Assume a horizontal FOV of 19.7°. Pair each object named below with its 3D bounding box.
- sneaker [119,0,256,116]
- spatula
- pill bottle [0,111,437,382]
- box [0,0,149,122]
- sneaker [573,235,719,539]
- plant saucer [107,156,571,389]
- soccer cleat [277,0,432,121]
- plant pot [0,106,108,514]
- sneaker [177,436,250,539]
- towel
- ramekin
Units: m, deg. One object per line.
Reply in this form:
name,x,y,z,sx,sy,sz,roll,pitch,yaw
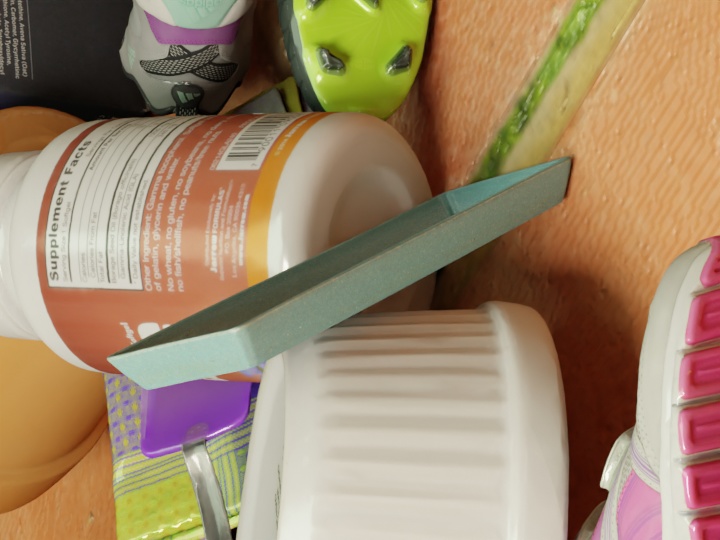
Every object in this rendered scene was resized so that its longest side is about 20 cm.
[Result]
sneaker,-0.088,-0.145,1.018,0.200,0.077,0.140,-88,6,-50
spatula,-0.062,0.109,0.873,0.056,0.021,0.201,-21,54,15
pill bottle,-0.076,-0.010,0.889,0.199,0.112,0.113,1,87,34
box,-0.235,-0.114,1.142,0.148,0.199,0.105,-38,54,52
sneaker,0.104,0.088,0.677,0.088,0.081,0.201,5,90,57
plant saucer,0.000,0.000,0.757,0.070,0.200,0.019,-15,98,43
soccer cleat,-0.011,-0.148,0.922,0.081,0.067,0.201,125,142,-65
plant pot,-0.185,0.009,1.065,0.140,0.199,0.201,-33,58,39
sneaker,-0.073,0.157,0.964,0.083,0.080,0.201,18,101,52
towel,-0.067,0.021,0.955,0.143,0.023,0.201,-23,59,24
ramekin,0.007,0.107,0.755,0.202,0.094,0.204,-174,90,-83
